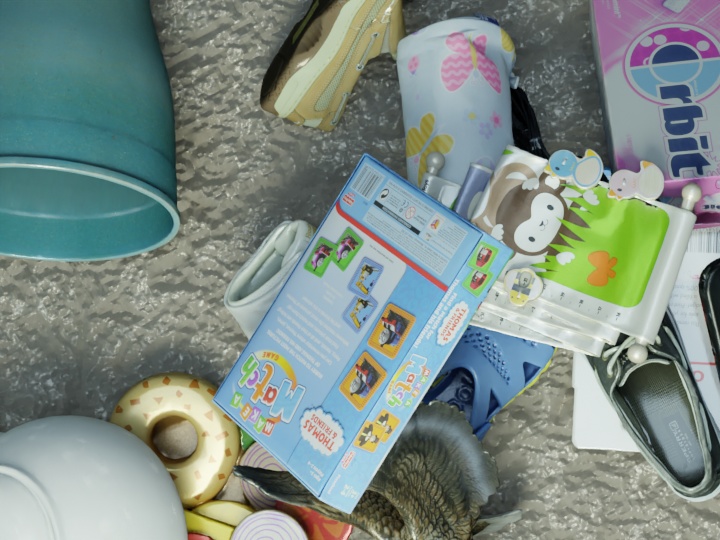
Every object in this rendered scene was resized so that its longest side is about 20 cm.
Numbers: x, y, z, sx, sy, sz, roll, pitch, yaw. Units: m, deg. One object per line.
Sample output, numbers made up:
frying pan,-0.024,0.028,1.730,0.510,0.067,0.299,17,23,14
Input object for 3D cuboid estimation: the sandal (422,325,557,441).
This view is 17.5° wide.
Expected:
sandal,0.084,0.074,1.688,0.079,0.087,0.201,31,88,9

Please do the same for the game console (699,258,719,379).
game console,0.356,0.054,1.602,0.199,0.119,0.174,-20,105,-17

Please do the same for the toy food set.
toy food set,-0.106,0.184,1.719,0.197,0.049,0.201,18,88,7

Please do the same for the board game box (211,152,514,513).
board game box,-0.002,0.038,1.547,0.201,0.037,0.151,-57,39,3

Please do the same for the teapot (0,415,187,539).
teapot,-0.227,0.199,1.653,0.199,0.146,0.199,-1,88,34

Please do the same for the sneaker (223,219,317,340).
sneaker,0.000,0.000,1.683,0.199,0.074,0.116,-32,125,3

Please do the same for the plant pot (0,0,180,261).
plant pot,-0.222,-0.127,1.687,0.198,0.200,0.189,1,72,6

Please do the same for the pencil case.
pencil case,0.075,-0.076,1.654,0.083,0.090,0.202,-21,64,42

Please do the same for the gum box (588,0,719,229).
gum box,0.227,-0.119,1.648,0.113,0.066,0.201,-6,57,3

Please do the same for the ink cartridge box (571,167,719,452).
ink cartridge box,0.212,0.030,1.685,0.114,0.068,0.202,3,86,7

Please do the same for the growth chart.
growth chart,0.121,-0.015,1.571,0.198,0.018,0.146,10,81,12

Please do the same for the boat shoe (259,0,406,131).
boat shoe,0.004,-0.182,1.696,0.076,0.072,0.200,25,128,-17

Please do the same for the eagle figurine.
eagle figurine,0.029,0.173,1.628,0.151,0.151,0.201,-37,104,-6

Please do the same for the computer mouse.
computer mouse,0.134,-0.070,1.659,0.034,0.200,0.059,-15,126,-14

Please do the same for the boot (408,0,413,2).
boot,0.036,-0.323,1.726,0.181,0.073,0.201,35,97,-7

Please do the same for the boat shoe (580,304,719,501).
boat shoe,0.197,0.065,1.613,0.072,0.071,0.201,-33,79,5
